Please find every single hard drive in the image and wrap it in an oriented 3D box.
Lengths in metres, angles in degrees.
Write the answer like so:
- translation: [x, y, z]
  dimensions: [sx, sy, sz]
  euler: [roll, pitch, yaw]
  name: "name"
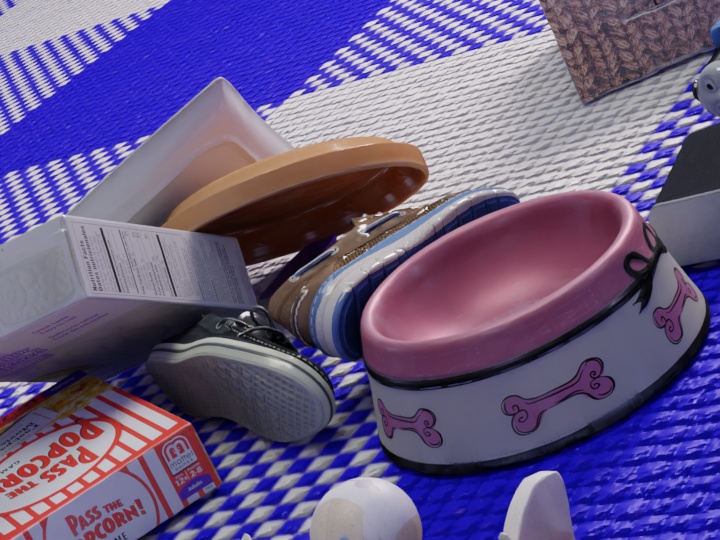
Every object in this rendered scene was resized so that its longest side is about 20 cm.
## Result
- translation: [0.268, -0.064, 1.181]
  dimensions: [0.199, 0.042, 0.135]
  euler: [-14, 23, 29]
  name: "hard drive"

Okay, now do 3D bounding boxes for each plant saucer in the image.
- translation: [-0.051, -0.047, 1.404]
  dimensions: [0.199, 0.032, 0.200]
  euler: [-18, -11, -4]
  name: "plant saucer"

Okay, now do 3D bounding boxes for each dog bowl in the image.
- translation: [0.088, 0.027, 1.129]
  dimensions: [0.199, 0.074, 0.200]
  euler: [-23, 20, 9]
  name: "dog bowl"

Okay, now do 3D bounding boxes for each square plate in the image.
- translation: [-0.136, -0.036, 1.439]
  dimensions: [0.198, 0.028, 0.200]
  euler: [-43, -18, 2]
  name: "square plate"

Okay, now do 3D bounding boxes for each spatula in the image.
- translation: [0.000, 0.000, 1.378]
  dimensions: [0.200, 0.021, 0.057]
  euler: [4, 47, 50]
  name: "spatula"

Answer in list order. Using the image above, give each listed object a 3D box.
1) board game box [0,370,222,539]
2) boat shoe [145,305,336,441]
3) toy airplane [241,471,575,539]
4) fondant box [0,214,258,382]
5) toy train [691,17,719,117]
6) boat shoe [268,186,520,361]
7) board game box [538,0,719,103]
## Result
- translation: [-0.191, 0.133, 1.240]
  dimensions: [0.151, 0.046, 0.200]
  euler: [-33, 20, -20]
  name: "board game box"
- translation: [-0.066, 0.058, 1.242]
  dimensions: [0.062, 0.075, 0.200]
  euler: [-41, 19, -21]
  name: "boat shoe"
- translation: [0.031, 0.137, 0.818]
  dimensions: [0.199, 0.142, 0.199]
  euler: [-26, 19, 1]
  name: "toy airplane"
- translation: [-0.179, 0.023, 1.304]
  dimensions: [0.144, 0.058, 0.200]
  euler: [-24, -15, 25]
  name: "fondant box"
- translation: [0.290, -0.162, 1.351]
  dimensions: [0.114, 0.087, 0.200]
  euler: [-21, 20, 41]
  name: "toy train"
- translation: [0.023, -0.009, 1.242]
  dimensions: [0.072, 0.073, 0.200]
  euler: [16, 27, 36]
  name: "boat shoe"
- translation: [0.221, -0.231, 1.579]
  dimensions: [0.159, 0.097, 0.200]
  euler: [-22, 20, 10]
  name: "board game box"
